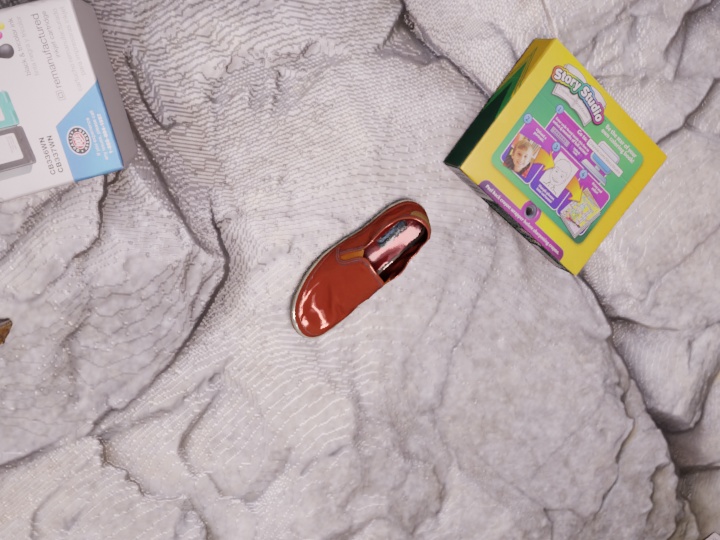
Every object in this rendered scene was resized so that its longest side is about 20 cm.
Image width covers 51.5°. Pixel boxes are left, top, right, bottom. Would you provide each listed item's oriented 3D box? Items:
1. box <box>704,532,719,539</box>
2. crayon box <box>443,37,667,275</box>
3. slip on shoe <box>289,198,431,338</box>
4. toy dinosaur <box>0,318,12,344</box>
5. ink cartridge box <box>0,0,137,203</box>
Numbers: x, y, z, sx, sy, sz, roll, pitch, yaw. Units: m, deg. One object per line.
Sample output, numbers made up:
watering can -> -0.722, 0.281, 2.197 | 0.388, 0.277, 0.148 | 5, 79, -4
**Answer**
box -> 0.507, 0.469, 0.989 | 0.111, 0.200, 0.103 | -31, 109, -3
crayon box -> 0.222, -0.127, 0.850 | 0.199, 0.058, 0.174 | 38, 92, -19
slip on shoe -> 0.000, 0.000, 0.829 | 0.199, 0.061, 0.074 | -41, 111, 1
toy dinosaur -> -0.450, 0.036, 0.734 | 0.194, 0.060, 0.109 | 11, 103, -15
ink cartridge box -> -0.323, -0.143, 0.672 | 0.195, 0.146, 0.151 | -17, 107, -8
